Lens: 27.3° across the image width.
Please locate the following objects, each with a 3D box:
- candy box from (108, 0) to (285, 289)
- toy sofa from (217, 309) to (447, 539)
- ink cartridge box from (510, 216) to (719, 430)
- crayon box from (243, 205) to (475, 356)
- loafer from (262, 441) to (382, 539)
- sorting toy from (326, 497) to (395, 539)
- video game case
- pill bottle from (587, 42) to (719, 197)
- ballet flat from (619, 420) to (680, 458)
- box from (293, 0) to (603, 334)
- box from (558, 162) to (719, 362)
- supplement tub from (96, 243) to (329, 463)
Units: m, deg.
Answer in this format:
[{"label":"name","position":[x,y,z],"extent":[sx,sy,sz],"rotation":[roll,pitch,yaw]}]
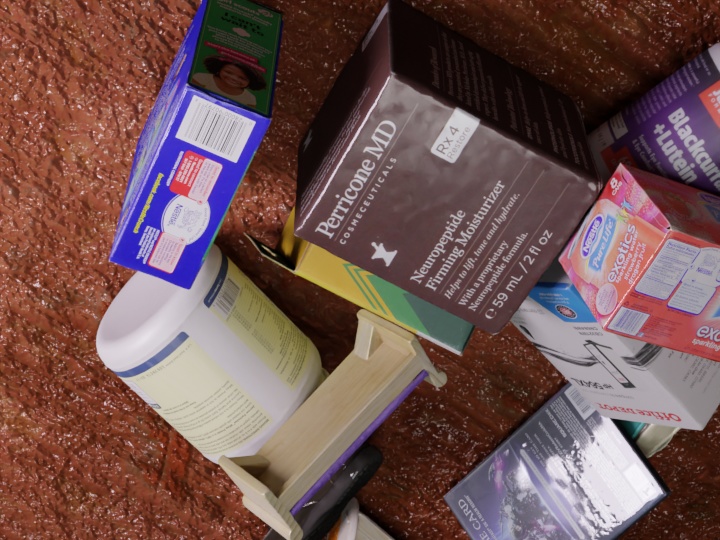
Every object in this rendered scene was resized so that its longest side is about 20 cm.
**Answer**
[{"label":"candy box","position":[-0.130,-0.112,1.202],"extent":[0.076,0.201,0.170],"rotation":[21,120,-14]},{"label":"toy sofa","position":[-0.018,0.141,1.294],"extent":[0.200,0.082,0.098],"rotation":[-45,126,-17]},{"label":"ink cartridge box","position":[0.222,0.047,1.323],"extent":[0.200,0.145,0.085],"rotation":[45,70,-22]},{"label":"crayon box","position":[0.000,0.000,1.309],"extent":[0.198,0.127,0.051],"rotation":[26,93,-16]},{"label":"loafer","position":[-0.052,0.224,1.489],"extent":[0.071,0.073,0.201],"rotation":[47,120,15]},{"label":"sorting toy","position":[0.024,0.366,1.500],"extent":[0.107,0.181,0.200],"rotation":[-39,114,21]},{"label":"video game case","position":[0.188,0.220,1.454],"extent":[0.200,0.144,0.019],"rotation":[-46,156,24]},{"label":"pill bottle","position":[0.295,-0.121,1.250],"extent":[0.199,0.112,0.111],"rotation":[-36,115,19]},{"label":"ballet flat","position":[0.254,0.185,1.465],"extent":[0.069,0.070,0.200],"rotation":[32,115,-18]},{"label":"box","position":[0.068,-0.087,1.237],"extent":[0.198,0.165,0.167],"rotation":[26,118,-15]},{"label":"box","position":[0.273,0.001,1.191],"extent":[0.198,0.095,0.103],"rotation":[14,121,-30]},{"label":"supplement tub","position":[-0.126,0.085,1.352],"extent":[0.144,0.146,0.200],"rotation":[-35,115,19]}]
